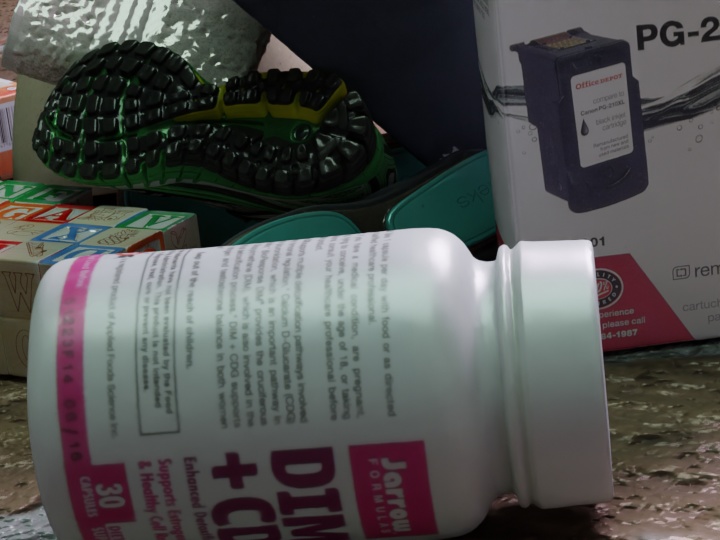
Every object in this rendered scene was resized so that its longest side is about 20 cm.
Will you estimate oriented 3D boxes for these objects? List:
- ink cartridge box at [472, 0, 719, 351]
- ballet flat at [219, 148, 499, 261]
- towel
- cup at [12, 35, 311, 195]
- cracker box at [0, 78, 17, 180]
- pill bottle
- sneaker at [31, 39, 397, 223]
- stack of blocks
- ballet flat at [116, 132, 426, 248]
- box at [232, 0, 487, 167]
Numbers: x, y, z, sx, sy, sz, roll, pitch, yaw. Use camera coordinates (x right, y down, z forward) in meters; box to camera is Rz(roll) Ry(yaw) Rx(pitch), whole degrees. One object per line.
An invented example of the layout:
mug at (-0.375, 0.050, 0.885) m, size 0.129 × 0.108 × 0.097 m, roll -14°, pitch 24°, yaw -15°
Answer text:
ink cartridge box at (0.129, -0.074, 0.968) m, size 0.144 × 0.201 × 0.084 m, roll -7°, pitch 18°, yaw -2°
ballet flat at (0.000, 0.000, 1.019) m, size 0.200 × 0.073 × 0.073 m, roll -24°, pitch 24°, yaw -34°
towel at (-0.098, -0.172, 1.177) m, size 0.132 × 0.034 × 0.200 m, roll 17°, pitch 62°, yaw 1°
cup at (-0.112, -0.129, 1.264) m, size 0.200 × 0.144 × 0.200 m, roll -9°, pitch 7°, yaw 1°
cracker box at (-0.308, -0.090, 1.407) m, size 0.134 × 0.058 × 0.200 m, roll -19°, pitch 21°, yaw -34°
pill bottle at (-0.011, 0.044, 0.798) m, size 0.199 × 0.114 × 0.113 m, roll -5°, pitch 18°, yaw 6°
sneaker at (-0.075, -0.056, 1.084) m, size 0.200 × 0.078 × 0.085 m, roll 12°, pitch -20°, yaw 27°
stack of blocks at (-0.173, 0.001, 1.074) m, size 0.200 × 0.059 × 0.115 m, roll 4°, pitch 21°, yaw 31°
ballet flat at (-0.026, -0.041, 1.159) m, size 0.199 × 0.068 × 0.072 m, roll -8°, pitch -2°, yaw -2°
box at (0.017, -0.186, 1.091) m, size 0.124 × 0.200 × 0.197 m, roll -36°, pitch 33°, yaw 26°
